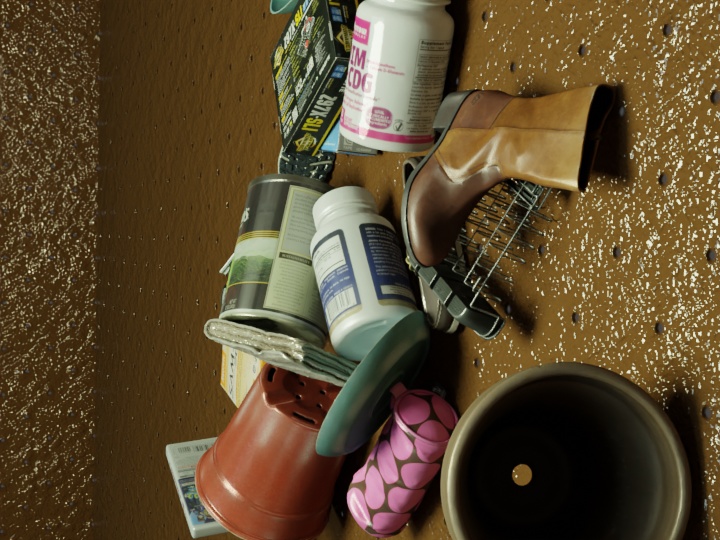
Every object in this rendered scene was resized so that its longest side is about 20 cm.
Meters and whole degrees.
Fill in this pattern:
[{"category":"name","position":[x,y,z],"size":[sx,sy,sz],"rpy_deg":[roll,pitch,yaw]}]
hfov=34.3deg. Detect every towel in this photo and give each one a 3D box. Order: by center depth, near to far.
[{"category":"towel","position":[-0.091,0.104,1.437],"size":[0.200,0.132,0.035],"rpy_deg":[9,75,50]}]

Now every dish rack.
[{"category":"dish rack","position":[0.131,-0.050,1.179],"size":[0.200,0.054,0.153],"rpy_deg":[-60,34,17]}]

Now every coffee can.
[{"category":"coffee can","position":[-0.098,-0.007,1.544],"size":[0.146,0.146,0.201],"rpy_deg":[145,140,-62]}]

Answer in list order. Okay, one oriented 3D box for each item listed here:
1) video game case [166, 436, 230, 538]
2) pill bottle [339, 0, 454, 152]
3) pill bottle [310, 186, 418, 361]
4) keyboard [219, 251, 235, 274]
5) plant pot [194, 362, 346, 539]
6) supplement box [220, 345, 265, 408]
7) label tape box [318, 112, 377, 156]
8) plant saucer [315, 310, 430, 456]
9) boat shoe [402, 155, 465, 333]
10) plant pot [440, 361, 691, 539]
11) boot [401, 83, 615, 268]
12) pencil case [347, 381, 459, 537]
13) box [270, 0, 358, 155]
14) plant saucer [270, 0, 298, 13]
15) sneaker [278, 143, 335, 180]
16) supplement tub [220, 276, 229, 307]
[{"category":"video game case","position":[-0.167,0.304,1.697],"size":[0.182,0.199,0.023],"rpy_deg":[-123,33,-52]},{"category":"pill bottle","position":[0.044,-0.244,1.326],"size":[0.113,0.113,0.201],"rpy_deg":[-136,51,-59]},{"category":"pill bottle","position":[0.000,0.000,1.429],"size":[0.111,0.111,0.201],"rpy_deg":[121,142,-50]},{"category":"keyboard","position":[-0.139,-0.036,1.684],"size":[0.011,0.200,0.056],"rpy_deg":[39,114,11]},{"category":"plant pot","position":[-0.098,0.233,1.575],"size":[0.196,0.200,0.201],"rpy_deg":[-63,34,30]},{"category":"supplement box","position":[-0.157,0.158,1.830],"size":[0.200,0.073,0.127],"rpy_deg":[-143,55,-62]},{"category":"label tape box","position":[-0.022,-0.256,1.540],"size":[0.144,0.063,0.201],"rpy_deg":[-161,76,-65]},{"category":"plant saucer","position":[0.022,0.135,1.325],"size":[0.027,0.200,0.201],"rpy_deg":[36,132,16]},{"category":"boat shoe","position":[0.079,-0.029,1.309],"size":[0.072,0.059,0.201],"rpy_deg":[172,97,-66]},{"category":"plant pot","position":[0.159,0.179,1.002],"size":[0.175,0.199,0.201],"rpy_deg":[130,138,-83]},{"category":"boot","position":[0.140,-0.084,1.099],"size":[0.200,0.068,0.189],"rpy_deg":[10,73,50]},{"category":"pencil case","position":[0.044,0.222,1.353],"size":[0.094,0.091,0.200],"rpy_deg":[35,130,14]},{"category":"box","position":[-0.056,-0.267,1.482],"size":[0.200,0.049,0.160],"rpy_deg":[127,142,-52]},{"category":"plant saucer","position":[-0.055,-0.428,1.583],"size":[0.200,0.036,0.200],"rpy_deg":[-49,24,30]},{"category":"sneaker","position":[-0.072,-0.210,1.668],"size":[0.086,0.077,0.201],"rpy_deg":[-125,47,-71]},{"category":"supplement tub","position":[-0.132,0.044,1.717],"size":[0.200,0.122,0.123],"rpy_deg":[171,98,-67]}]
